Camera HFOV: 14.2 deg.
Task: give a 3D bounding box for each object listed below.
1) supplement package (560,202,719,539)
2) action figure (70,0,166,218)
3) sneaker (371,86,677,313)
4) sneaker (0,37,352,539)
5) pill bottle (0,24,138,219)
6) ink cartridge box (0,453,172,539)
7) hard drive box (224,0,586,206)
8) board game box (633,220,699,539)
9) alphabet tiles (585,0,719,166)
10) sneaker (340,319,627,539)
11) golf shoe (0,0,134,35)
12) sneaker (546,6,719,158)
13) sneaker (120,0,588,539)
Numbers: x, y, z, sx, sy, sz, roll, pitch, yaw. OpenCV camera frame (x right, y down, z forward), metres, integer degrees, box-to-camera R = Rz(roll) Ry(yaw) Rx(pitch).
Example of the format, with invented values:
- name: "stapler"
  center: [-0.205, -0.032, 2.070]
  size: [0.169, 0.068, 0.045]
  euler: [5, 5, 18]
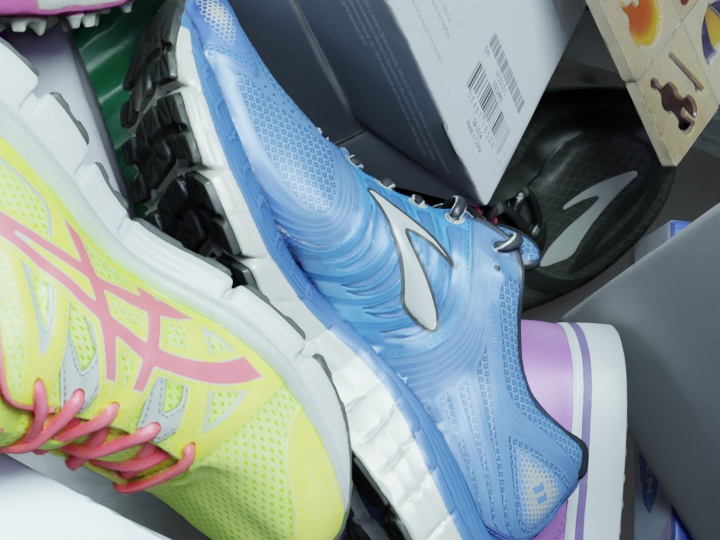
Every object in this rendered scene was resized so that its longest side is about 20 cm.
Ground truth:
- name: "supplement package"
  center: [0.167, 0.015, 0.902]
  size: [0.121, 0.200, 0.120]
  euler: [-31, 85, -20]
- name: "action figure"
  center: [-0.065, -0.068, 0.977]
  size: [0.200, 0.055, 0.118]
  euler: [-42, 88, -13]
- name: "sneaker"
  center: [0.025, -0.006, 0.966]
  size: [0.199, 0.084, 0.077]
  euler: [-22, 103, -16]
- name: "sneaker"
  center: [-0.086, 0.026, 0.803]
  size: [0.200, 0.078, 0.091]
  euler: [44, 49, -18]
- name: "pill bottle"
  center: [-0.171, -0.006, 0.891]
  size: [0.199, 0.104, 0.105]
  euler: [-20, 81, -1]
- name: "ink cartridge box"
  center: [-0.114, 0.174, 0.853]
  size: [0.144, 0.145, 0.201]
  euler: [29, 69, -7]
- name: "hard drive box"
  center: [0.028, -0.149, 0.901]
  size: [0.076, 0.156, 0.201]
  euler: [14, 62, 28]
- name: "board game box"
  center: [0.195, 0.091, 1.020]
  size: [0.198, 0.041, 0.201]
  euler: [5, 75, -15]
- name: "alphabet tiles"
  center: [0.125, -0.133, 0.945]
  size: [0.200, 0.008, 0.168]
  euler: [-51, 125, -38]
- name: "sneaker"
  center: [0.025, 0.117, 0.938]
  size: [0.113, 0.073, 0.202]
  euler: [-1, 91, -12]
- name: "golf shoe"
  center: [-0.086, -0.128, 0.868]
  size: [0.075, 0.200, 0.092]
  euler: [5, 111, 17]
- name: "sneaker"
  center: [0.137, -0.122, 1.036]
  size: [0.199, 0.081, 0.147]
  euler: [16, 77, -5]
- name: "sneaker"
  center: [0.000, 0.000, 0.875]
  size: [0.089, 0.078, 0.201]
  euler: [-34, 97, -20]
